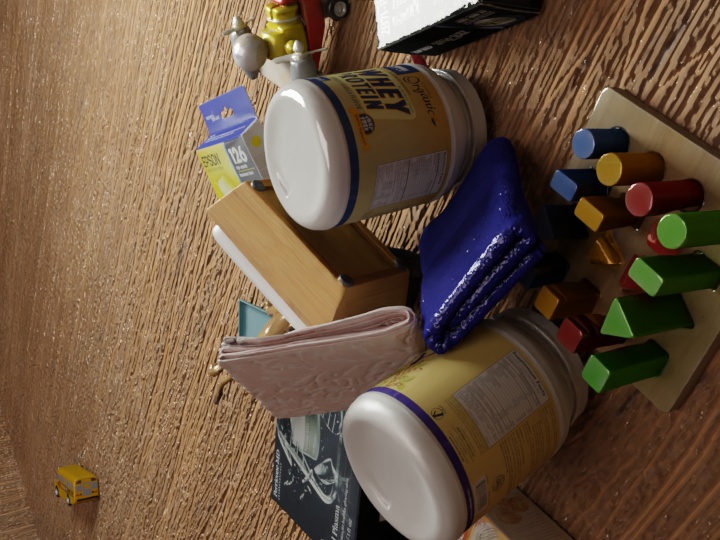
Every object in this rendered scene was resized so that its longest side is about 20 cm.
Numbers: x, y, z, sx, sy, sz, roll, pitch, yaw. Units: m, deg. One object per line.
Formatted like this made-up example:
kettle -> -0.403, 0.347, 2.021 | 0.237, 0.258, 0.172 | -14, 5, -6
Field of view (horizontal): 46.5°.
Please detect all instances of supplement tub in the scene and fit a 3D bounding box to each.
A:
supplement tub -> 0.016, -0.130, 0.851 | 0.144, 0.197, 0.147 | 32, 131, 48
supplement tub -> 0.098, 0.134, 0.759 | 0.145, 0.198, 0.147 | 36, 141, 35

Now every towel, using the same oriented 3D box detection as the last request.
towel -> -0.023, 0.096, 0.833 | 0.201, 0.187, 0.033 | 66, -163, -63
towel -> 0.109, -0.026, 0.779 | 0.149, 0.049, 0.201 | -55, 13, 27

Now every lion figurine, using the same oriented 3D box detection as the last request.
lion figurine -> -0.108, 0.081, 1.029 | 0.202, 0.072, 0.122 | -57, 16, -19

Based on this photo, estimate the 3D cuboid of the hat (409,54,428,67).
hat -> 0.045, -0.354, 0.931 | 0.173, 0.167, 0.202 | 21, 132, 8

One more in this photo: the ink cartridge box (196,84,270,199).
ink cartridge box -> -0.171, -0.146, 1.192 | 0.197, 0.047, 0.203 | 3, 123, 62

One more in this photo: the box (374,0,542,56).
box -> 0.087, -0.335, 0.832 | 0.163, 0.085, 0.205 | -5, 90, 55

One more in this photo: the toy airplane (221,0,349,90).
toy airplane -> -0.101, -0.262, 1.067 | 0.199, 0.139, 0.203 | -33, 69, 52

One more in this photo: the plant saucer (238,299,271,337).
plant saucer -> -0.133, 0.097, 1.272 | 0.199, 0.019, 0.071 | 18, 110, 54

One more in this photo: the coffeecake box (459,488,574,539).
coffeecake box -> 0.147, 0.317, 0.850 | 0.199, 0.072, 0.156 | 37, 123, 46

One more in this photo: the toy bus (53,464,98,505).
toy bus -> -0.740, 0.555, 2.172 | 0.198, 0.064, 0.080 | -1, 94, 55

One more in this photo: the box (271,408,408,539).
box -> -0.008, 0.224, 1.022 | 0.196, 0.122, 0.204 | 27, 116, 53

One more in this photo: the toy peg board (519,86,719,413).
toy peg board -> 0.208, -0.017, 0.693 | 0.200, 0.096, 0.203 | 49, 132, 40

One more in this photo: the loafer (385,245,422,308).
loafer -> 0.000, 0.000, 1.015 | 0.199, 0.072, 0.073 | 23, 111, 52

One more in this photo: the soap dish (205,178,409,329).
soap dish -> -0.050, -0.019, 0.904 | 0.200, 0.156, 0.082 | 46, 119, 20
